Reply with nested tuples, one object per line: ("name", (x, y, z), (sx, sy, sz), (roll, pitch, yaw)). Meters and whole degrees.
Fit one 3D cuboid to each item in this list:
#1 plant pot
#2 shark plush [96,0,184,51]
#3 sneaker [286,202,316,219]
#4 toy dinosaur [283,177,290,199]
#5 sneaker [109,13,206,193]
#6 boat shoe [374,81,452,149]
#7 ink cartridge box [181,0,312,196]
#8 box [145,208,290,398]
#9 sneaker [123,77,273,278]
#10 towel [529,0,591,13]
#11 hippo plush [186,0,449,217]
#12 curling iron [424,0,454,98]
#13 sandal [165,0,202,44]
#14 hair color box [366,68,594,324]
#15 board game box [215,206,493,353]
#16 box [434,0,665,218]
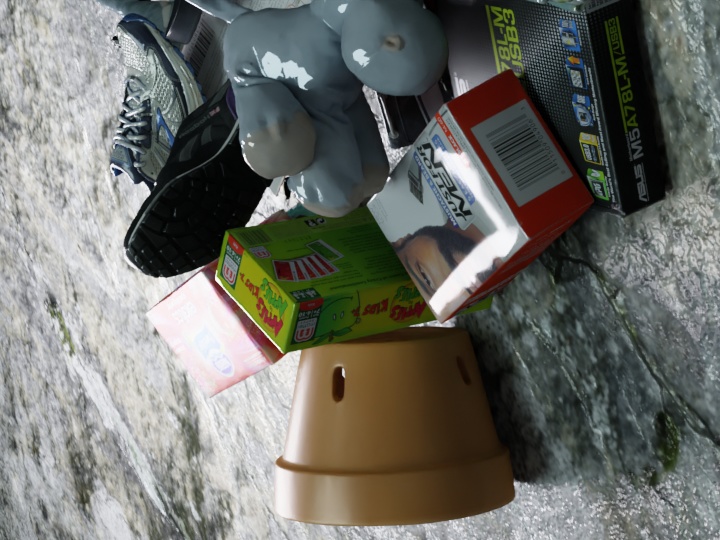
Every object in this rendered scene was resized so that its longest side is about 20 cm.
("plant pot", (0.025, 0.122, 1.746), (0.200, 0.199, 0.141), (4, 97, 63))
("shark plush", (-0.192, -0.226, 1.984), (0.200, 0.083, 0.091), (49, 150, 34))
("sneaker", (-0.034, 0.000, 1.891), (0.091, 0.077, 0.200), (49, 159, 17))
("toy dinosaur", (-0.091, -0.139, 1.882), (0.200, 0.101, 0.136), (73, 177, -59))
("sneaker", (-0.169, -0.112, 1.768), (0.077, 0.085, 0.201), (27, 139, 61))
("boat shoe", (0.010, -0.181, 1.585), (0.072, 0.067, 0.201), (-92, -19, -58))
("ink cartridge box", (-0.063, -0.190, 1.717), (0.176, 0.044, 0.201), (50, 128, 35))
("box", (-0.100, 0.033, 1.850), (0.103, 0.095, 0.200), (53, 157, -4))
("sneaker", (-0.118, -0.078, 1.652), (0.087, 0.200, 0.076), (20, 155, 54))
("towel", (0.100, -0.266, 1.349), (0.200, 0.048, 0.173), (34, 117, 54))
("hippo plush", (-0.004, -0.152, 1.505), (0.160, 0.159, 0.201), (-37, 56, 21))
("curling iron", (0.044, -0.223, 1.573), (0.050, 0.025, 0.201), (-22, -87, -78))
("sandal", (-0.133, -0.276, 1.746), (0.076, 0.043, 0.201), (122, 164, -51))
("hair color box", (0.080, -0.048, 1.513), (0.111, 0.064, 0.200), (58, 159, 8))
("board game box", (0.000, 0.000, 1.647), (0.102, 0.199, 0.048), (45, 133, 39))
("box", (0.122, -0.150, 1.463), (0.193, 0.047, 0.201), (21, 130, 56))
